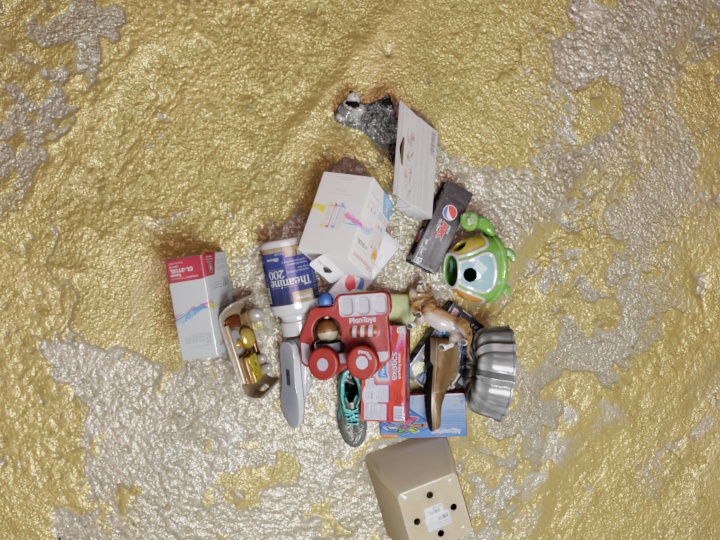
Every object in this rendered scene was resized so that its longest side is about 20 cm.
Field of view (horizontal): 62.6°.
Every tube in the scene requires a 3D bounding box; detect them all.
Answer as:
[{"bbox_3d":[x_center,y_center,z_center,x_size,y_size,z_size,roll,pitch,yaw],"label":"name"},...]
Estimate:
[{"bbox_3d":[0.055,0.080,1.305,0.197,0.053,0.058,11,132,-42],"label":"tube"}]

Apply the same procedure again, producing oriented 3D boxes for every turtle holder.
[{"bbox_3d":[0.258,-0.020,1.305,0.129,0.142,0.189,-3,125,-22],"label":"turtle holder"}]

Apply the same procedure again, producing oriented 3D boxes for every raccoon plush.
[{"bbox_3d":[0.020,-0.294,1.300,0.131,0.097,0.204,-17,95,0],"label":"raccoon plush"}]

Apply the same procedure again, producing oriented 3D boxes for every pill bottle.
[{"bbox_3d":[-0.146,0.033,1.269,0.108,0.111,0.205,-11,94,-9],"label":"pill bottle"}]

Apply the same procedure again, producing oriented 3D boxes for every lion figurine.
[{"bbox_3d":[0.178,0.107,1.289,0.199,0.122,0.073,38,124,13],"label":"lion figurine"}]

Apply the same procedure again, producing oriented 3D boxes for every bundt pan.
[{"bbox_3d":[0.267,0.214,1.258,0.074,0.202,0.207,7,91,0],"label":"bundt pan"}]

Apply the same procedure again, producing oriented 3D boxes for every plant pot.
[{"bbox_3d":[0.141,0.496,1.300,0.196,0.177,0.204,-17,94,-8],"label":"plant pot"}]

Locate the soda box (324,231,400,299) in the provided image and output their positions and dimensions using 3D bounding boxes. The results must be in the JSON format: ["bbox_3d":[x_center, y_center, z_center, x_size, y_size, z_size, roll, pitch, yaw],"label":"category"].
[{"bbox_3d":[0.000,0.000,1.314,0.063,0.068,0.201,40,86,-8],"label":"soda box"}]

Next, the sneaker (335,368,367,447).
[{"bbox_3d":[-0.023,0.295,1.306,0.076,0.091,0.205,-4,93,4],"label":"sneaker"}]

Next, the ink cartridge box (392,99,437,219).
[{"bbox_3d":[0.104,-0.230,1.264,0.044,0.175,0.205,-2,77,35],"label":"ink cartridge box"}]

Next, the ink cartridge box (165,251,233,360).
[{"bbox_3d":[-0.321,0.069,1.218,0.081,0.146,0.205,-8,93,5],"label":"ink cartridge box"}]

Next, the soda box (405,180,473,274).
[{"bbox_3d":[0.178,-0.096,1.342,0.070,0.063,0.203,26,88,-9],"label":"soda box"}]

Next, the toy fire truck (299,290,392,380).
[{"bbox_3d":[-0.029,0.128,1.205,0.195,0.112,0.172,-3,89,15],"label":"toy fire truck"}]

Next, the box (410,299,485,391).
[{"bbox_3d":[0.211,0.197,1.366,0.158,0.046,0.202,36,86,-9],"label":"box"}]

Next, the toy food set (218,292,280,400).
[{"bbox_3d":[-0.222,0.156,1.239,0.059,0.143,0.204,-16,94,10],"label":"toy food set"}]

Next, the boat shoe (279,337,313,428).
[{"bbox_3d":[-0.133,0.246,1.300,0.065,0.073,0.205,-14,113,-42],"label":"boat shoe"}]

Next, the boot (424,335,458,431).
[{"bbox_3d":[0.179,0.248,1.293,0.074,0.074,0.205,6,80,-10],"label":"boot"}]

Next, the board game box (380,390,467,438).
[{"bbox_3d":[0.141,0.327,1.341,0.195,0.019,0.106,-3,101,6],"label":"board game box"}]

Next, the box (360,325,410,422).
[{"bbox_3d":[0.057,0.223,1.289,0.097,0.095,0.205,-1,81,11],"label":"box"}]

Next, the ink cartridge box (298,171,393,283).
[{"bbox_3d":[-0.031,-0.080,1.234,0.123,0.128,0.204,10,75,27],"label":"ink cartridge box"}]
